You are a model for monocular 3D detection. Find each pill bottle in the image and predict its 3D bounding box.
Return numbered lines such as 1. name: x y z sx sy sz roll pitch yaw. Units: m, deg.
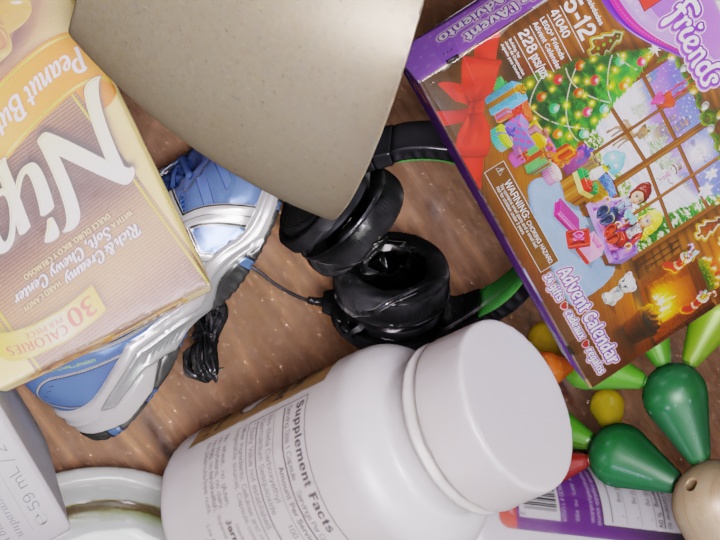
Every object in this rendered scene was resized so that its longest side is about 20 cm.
1. pill bottle: 0.133 0.164 1.155 0.198 0.111 0.112 9 103 -18
2. pill bottle: 0.003 0.102 1.052 0.199 0.115 0.114 -28 116 34

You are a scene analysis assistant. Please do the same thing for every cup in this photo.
1. cup: -0.054 -0.139 0.957 0.142 0.200 0.202 15 101 -10

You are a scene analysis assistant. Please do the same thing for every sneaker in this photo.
1. sneaker: -0.108 -0.009 1.058 0.077 0.076 0.201 32 94 -25

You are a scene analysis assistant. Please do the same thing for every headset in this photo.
1. headset: 0.000 0.000 1.065 0.199 0.094 0.124 -18 125 21

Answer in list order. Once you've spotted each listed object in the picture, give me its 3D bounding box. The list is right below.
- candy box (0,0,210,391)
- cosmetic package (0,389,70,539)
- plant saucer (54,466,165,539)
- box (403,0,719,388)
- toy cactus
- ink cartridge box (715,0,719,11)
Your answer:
1. candy box: -0.165 -0.056 1.004 0.115 0.055 0.201 -26 88 -4
2. cosmetic package: -0.279 0.076 1.012 0.199 0.123 0.200 -29 111 -4
3. plant saucer: -0.139 0.207 1.103 0.198 0.050 0.202 4 76 -18
4. box: 0.119 -0.057 0.968 0.136 0.039 0.201 -33 124 -1
5. toy cactus: 0.169 0.085 1.060 0.199 0.102 0.166 -22 85 28
6. ink cartridge box: 0.205 -0.114 1.035 0.199 0.068 0.117 -30 124 -6
